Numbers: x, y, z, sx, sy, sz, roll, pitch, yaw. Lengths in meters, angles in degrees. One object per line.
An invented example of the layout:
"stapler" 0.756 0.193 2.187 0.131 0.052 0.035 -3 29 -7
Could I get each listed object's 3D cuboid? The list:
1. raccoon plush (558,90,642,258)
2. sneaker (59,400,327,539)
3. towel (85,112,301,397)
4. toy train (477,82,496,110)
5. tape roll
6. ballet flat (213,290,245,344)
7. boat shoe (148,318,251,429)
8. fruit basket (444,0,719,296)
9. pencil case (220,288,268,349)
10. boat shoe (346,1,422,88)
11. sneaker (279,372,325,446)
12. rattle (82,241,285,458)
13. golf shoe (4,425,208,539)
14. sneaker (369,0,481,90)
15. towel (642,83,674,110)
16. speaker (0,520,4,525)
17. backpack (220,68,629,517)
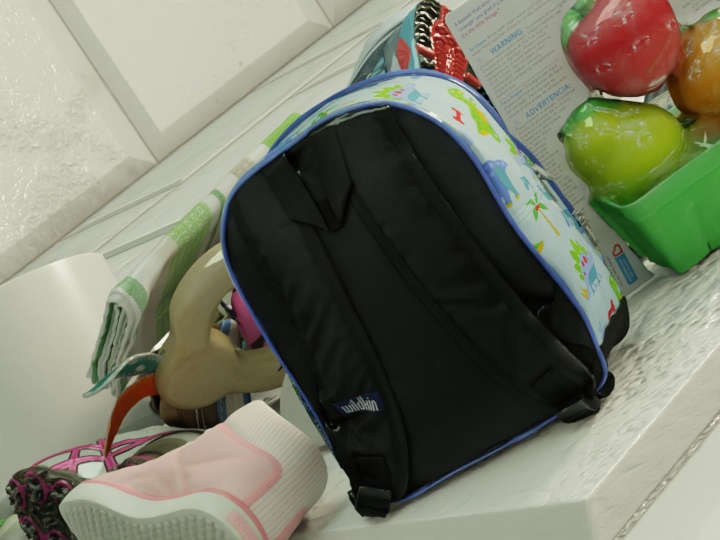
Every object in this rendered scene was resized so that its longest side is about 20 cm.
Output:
"raccoon plush" 0.107 -0.048 1.079 0.096 0.135 0.200 -21 17 44
"sneaker" -0.094 0.135 1.057 0.199 0.076 0.105 -11 27 51
"towel" -0.111 -0.009 1.231 0.200 0.031 0.149 -47 -7 -30
"toy train" 0.117 -0.103 1.325 0.088 0.113 0.200 -67 15 7
"tape roll" -0.255 0.096 1.374 0.201 0.140 0.203 -30 -7 -4
"ballet flat" -0.139 0.051 1.526 0.199 0.073 0.068 -36 12 -10
"boat shoe" -0.121 0.076 1.296 0.071 0.073 0.200 -3 3 -7
"fruit basket" 0.167 -0.112 1.010 0.184 0.201 0.094 -36 12 -6
"pencil case" 0.000 0.000 1.275 0.199 0.094 0.091 -30 -31 8
"boat shoe" 0.015 -0.111 1.370 0.201 0.070 0.091 -52 27 16
"sneaker" 0.034 0.039 1.158 0.201 0.074 0.118 -55 -29 3
"rattle" -0.110 0.020 1.186 0.199 0.144 0.130 -34 -31 5
"golf shoe" -0.163 0.150 1.214 0.199 0.073 0.092 -11 16 41
"sneaker" 0.034 -0.095 1.243 0.095 0.079 0.201 -40 26 43
"towel" 0.297 -0.164 1.308 0.199 0.035 0.193 -32 8 22
"speaker" -0.337 0.178 1.532 0.088 0.089 0.200 -31 12 14
"backpack" 0.030 -0.004 0.956 0.182 0.201 0.147 -29 12 25
